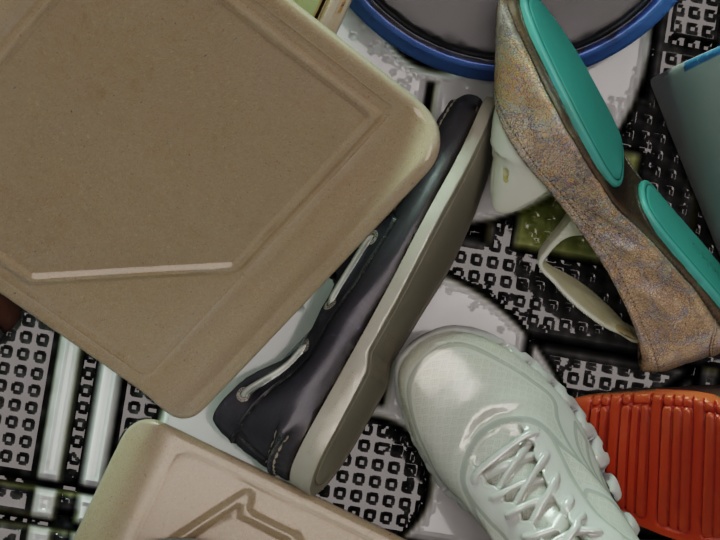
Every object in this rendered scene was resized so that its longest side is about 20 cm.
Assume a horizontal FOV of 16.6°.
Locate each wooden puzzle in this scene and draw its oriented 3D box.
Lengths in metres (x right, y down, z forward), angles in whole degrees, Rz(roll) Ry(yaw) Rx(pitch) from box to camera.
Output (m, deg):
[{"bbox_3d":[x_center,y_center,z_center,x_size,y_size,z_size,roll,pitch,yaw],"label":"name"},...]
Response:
[{"bbox_3d":[-0.095,-0.056,1.051,0.200,0.037,0.185,38,110,-17],"label":"wooden puzzle"},{"bbox_3d":[-0.052,0.190,1.120,0.199,0.046,0.186,25,85,0],"label":"wooden puzzle"}]

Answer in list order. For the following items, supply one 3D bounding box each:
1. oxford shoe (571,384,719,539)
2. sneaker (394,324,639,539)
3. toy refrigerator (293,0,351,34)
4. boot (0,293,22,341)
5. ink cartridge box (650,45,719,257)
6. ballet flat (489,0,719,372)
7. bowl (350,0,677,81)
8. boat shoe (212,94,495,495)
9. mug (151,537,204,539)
[{"bbox_3d":[0.186,0.084,1.145,0.198,0.073,0.072,8,110,10],"label":"oxford shoe"},{"bbox_3d":[0.086,0.109,1.094,0.075,0.081,0.201,-37,88,3],"label":"sneaker"},{"bbox_3d":[-0.024,-0.172,1.070,0.075,0.070,0.201,23,100,-15],"label":"toy refrigerator"},{"bbox_3d":[-0.144,-0.090,1.124,0.199,0.068,0.189,-31,85,-15],"label":"boot"},{"bbox_3d":[0.260,-0.064,1.112,0.199,0.147,0.146,-22,90,-6],"label":"ink cartridge box"},{"bbox_3d":[0.099,-0.031,1.116,0.067,0.068,0.201,-29,108,21],"label":"ballet flat"},{"bbox_3d":[0.069,-0.186,1.127,0.199,0.039,0.203,0,99,1],"label":"bowl"},{"bbox_3d":[0.000,0.000,1.118,0.062,0.073,0.201,25,79,14],"label":"boat shoe"},{"bbox_3d":[-0.061,0.196,1.019,0.186,0.153,0.150,27,84,0],"label":"mug"}]
